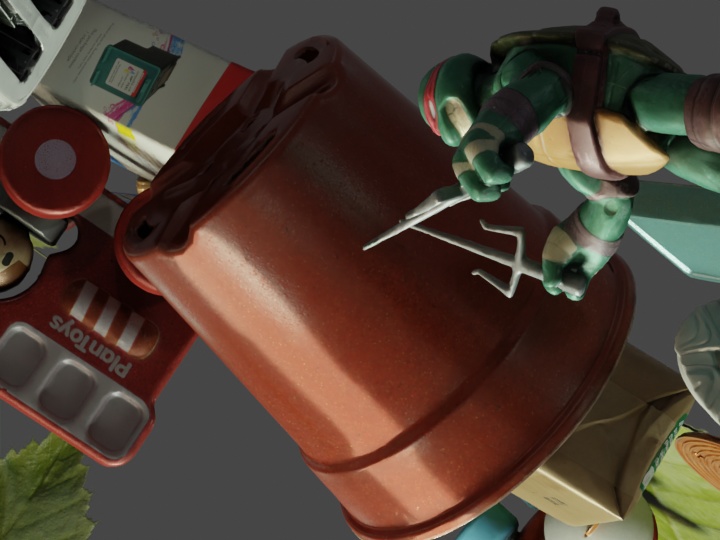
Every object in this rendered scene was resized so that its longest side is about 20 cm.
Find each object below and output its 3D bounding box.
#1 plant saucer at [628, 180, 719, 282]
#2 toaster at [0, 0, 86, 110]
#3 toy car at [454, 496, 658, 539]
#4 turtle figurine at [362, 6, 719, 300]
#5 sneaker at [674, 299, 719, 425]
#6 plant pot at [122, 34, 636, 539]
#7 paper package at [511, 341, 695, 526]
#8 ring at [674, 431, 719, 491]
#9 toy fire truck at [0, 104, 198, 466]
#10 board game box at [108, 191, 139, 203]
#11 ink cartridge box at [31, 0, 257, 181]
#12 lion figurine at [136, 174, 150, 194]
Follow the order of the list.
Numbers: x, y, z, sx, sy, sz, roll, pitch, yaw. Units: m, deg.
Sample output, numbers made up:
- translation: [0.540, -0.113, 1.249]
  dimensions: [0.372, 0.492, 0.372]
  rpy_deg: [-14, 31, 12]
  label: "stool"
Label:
- translation: [0.184, -0.008, 0.697]
  dimensions: [0.070, 0.019, 0.200]
  rpy_deg: [36, 168, -27]
  label: "plant saucer"
- translation: [-0.235, -0.170, 0.898]
  dimensions: [0.129, 0.114, 0.200]
  rpy_deg: [24, 166, 16]
  label: "toaster"
- translation: [0.215, 0.229, 1.482]
  dimensions: [0.184, 0.177, 0.200]
  rpy_deg: [43, 145, 15]
  label: "toy car"
- translation: [0.083, -0.043, 0.596]
  dimensions: [0.200, 0.101, 0.150]
  rpy_deg: [7, 173, 31]
  label: "turtle figurine"
- translation: [0.241, 0.081, 0.796]
  dimensions: [0.200, 0.078, 0.099]
  rpy_deg: [30, 173, 16]
  label: "sneaker"
- translation: [0.000, 0.000, 0.837]
  dimensions: [0.195, 0.201, 0.201]
  rpy_deg: [44, 166, -20]
  label: "plant pot"
- translation: [0.109, 0.086, 1.127]
  dimensions: [0.190, 0.104, 0.200]
  rpy_deg: [30, 169, 4]
  label: "paper package"
- translation: [0.294, 0.153, 1.067]
  dimensions: [0.200, 0.019, 0.200]
  rpy_deg: [31, 169, 6]
  label: "ring"
- translation: [-0.186, 0.004, 1.017]
  dimensions: [0.200, 0.168, 0.112]
  rpy_deg: [34, 168, -9]
  label: "toy fire truck"
- translation: [-0.109, -0.015, 1.340]
  dimensions: [0.200, 0.035, 0.135]
  rpy_deg: [24, -167, 36]
  label: "board game box"
- translation: [-0.104, -0.088, 1.017]
  dimensions: [0.200, 0.067, 0.116]
  rpy_deg: [27, 169, 26]
  label: "ink cartridge box"
- translation: [-0.081, -0.050, 1.184]
  dimensions: [0.122, 0.073, 0.200]
  rpy_deg: [17, 179, 28]
  label: "lion figurine"
